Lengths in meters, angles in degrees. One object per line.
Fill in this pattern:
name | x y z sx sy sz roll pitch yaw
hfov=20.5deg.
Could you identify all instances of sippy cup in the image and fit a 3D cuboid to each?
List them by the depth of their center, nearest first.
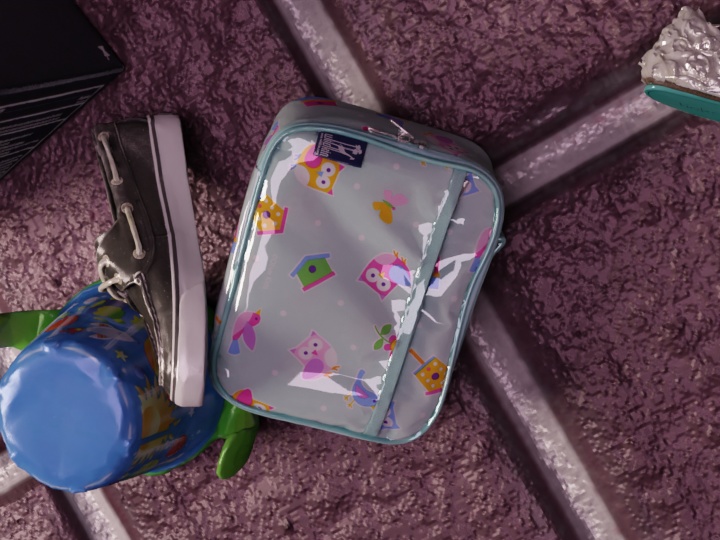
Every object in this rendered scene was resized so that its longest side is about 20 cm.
sippy cup | -0.163 0.079 1.267 0.177 0.130 0.140 -14 97 19

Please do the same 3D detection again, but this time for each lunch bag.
lunch bag | 0.000 0.000 1.215 0.160 0.077 0.201 16 107 -3

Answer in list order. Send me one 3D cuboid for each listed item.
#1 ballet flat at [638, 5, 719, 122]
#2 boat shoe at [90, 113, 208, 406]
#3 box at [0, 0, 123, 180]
ballet flat | 0.258 -0.099 1.136 0.199 0.072 0.072 24 107 11
boat shoe | -0.133 -0.005 1.233 0.063 0.071 0.201 -5 61 -10
box | -0.285 -0.103 1.234 0.198 0.200 0.123 -38 88 19
